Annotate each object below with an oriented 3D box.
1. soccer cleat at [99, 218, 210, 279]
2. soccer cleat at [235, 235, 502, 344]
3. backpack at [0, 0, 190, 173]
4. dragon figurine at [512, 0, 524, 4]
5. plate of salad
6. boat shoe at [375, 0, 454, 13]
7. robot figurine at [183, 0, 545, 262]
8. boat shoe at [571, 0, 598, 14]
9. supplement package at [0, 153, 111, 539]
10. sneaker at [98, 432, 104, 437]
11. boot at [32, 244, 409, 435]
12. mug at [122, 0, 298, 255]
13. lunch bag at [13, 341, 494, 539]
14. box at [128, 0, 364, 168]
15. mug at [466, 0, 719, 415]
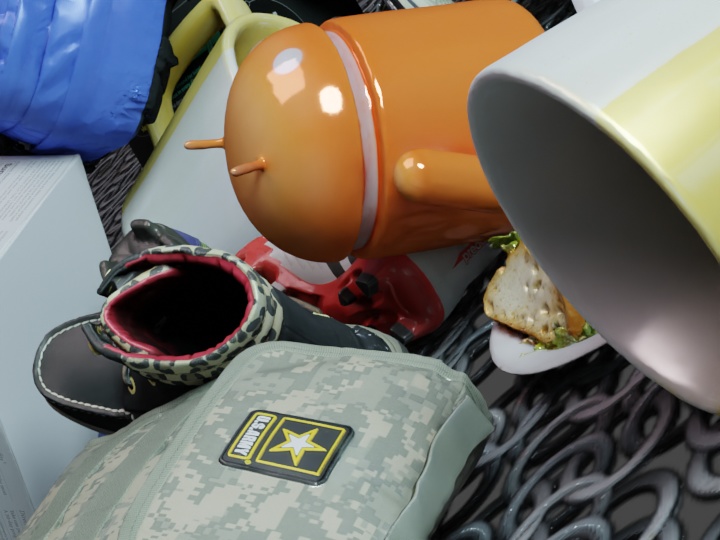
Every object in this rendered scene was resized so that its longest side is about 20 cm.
[{"bbox_3d":[-0.061,0.040,1.178,0.065,0.084,0.200,-50,47,1],"label":"soccer cleat"},{"bbox_3d":[0.000,0.000,1.193,0.085,0.069,0.200,-37,16,-25],"label":"soccer cleat"},{"bbox_3d":[-0.191,-0.141,1.309,0.200,0.166,0.164,-179,96,-67],"label":"backpack"},{"bbox_3d":[0.076,-0.098,1.249,0.059,0.100,0.200,-23,10,34],"label":"dragon figurine"},{"bbox_3d":[0.123,-0.036,0.972,0.200,0.048,0.200,-42,13,12],"label":"plate of salad"},{"bbox_3d":[0.038,-0.134,1.374,0.062,0.075,0.200,-41,-8,1],"label":"boat shoe"},{"bbox_3d":[0.022,-0.066,1.075,0.198,0.145,0.117,-9,-31,-19],"label":"robot figurine"},{"bbox_3d":[0.140,-0.168,1.107,0.067,0.073,0.201,-43,47,36],"label":"boat shoe"},{"bbox_3d":[-0.209,0.058,1.293,0.110,0.201,0.156,1,35,22],"label":"supplement package"},{"bbox_3d":[-0.095,0.112,1.167,0.200,0.075,0.078,-117,34,-66],"label":"sneaker"},{"bbox_3d":[-0.093,0.031,1.049,0.202,0.154,0.074,2,75,27],"label":"boot"},{"bbox_3d":[-0.062,-0.054,1.346,0.153,0.149,0.187,-47,22,28],"label":"mug"},{"bbox_3d":[-0.050,0.115,0.902,0.199,0.118,0.164,-26,18,34],"label":"lunch bag"},{"bbox_3d":[-0.085,-0.145,1.496,0.124,0.201,0.148,-34,-6,38],"label":"box"},{"bbox_3d":[0.153,-0.041,0.789,0.153,0.187,0.150,-39,-21,-15],"label":"mug"}]
